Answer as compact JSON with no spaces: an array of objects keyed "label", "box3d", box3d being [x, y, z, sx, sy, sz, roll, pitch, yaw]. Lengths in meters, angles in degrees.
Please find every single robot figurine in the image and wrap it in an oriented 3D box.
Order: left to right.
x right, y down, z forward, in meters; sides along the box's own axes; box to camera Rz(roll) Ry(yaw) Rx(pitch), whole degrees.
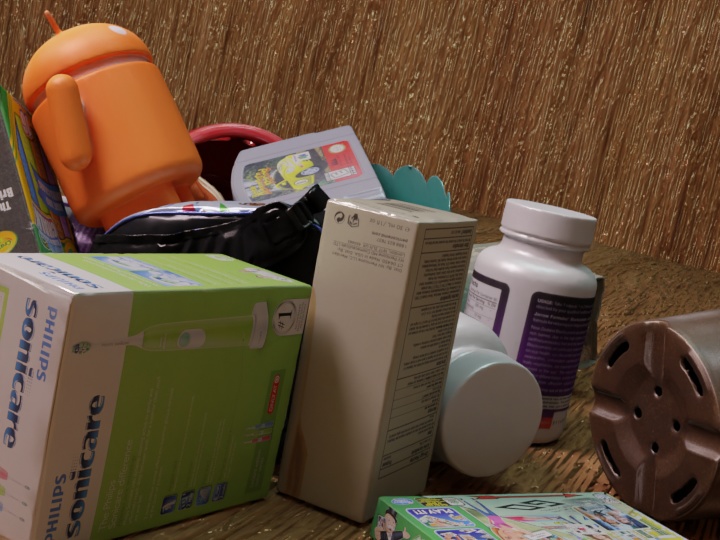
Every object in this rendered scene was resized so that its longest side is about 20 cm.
[{"label":"robot figurine","box3d":[-0.204,-0.116,0.966,0.143,0.201,0.116,-21,-8,-41]}]

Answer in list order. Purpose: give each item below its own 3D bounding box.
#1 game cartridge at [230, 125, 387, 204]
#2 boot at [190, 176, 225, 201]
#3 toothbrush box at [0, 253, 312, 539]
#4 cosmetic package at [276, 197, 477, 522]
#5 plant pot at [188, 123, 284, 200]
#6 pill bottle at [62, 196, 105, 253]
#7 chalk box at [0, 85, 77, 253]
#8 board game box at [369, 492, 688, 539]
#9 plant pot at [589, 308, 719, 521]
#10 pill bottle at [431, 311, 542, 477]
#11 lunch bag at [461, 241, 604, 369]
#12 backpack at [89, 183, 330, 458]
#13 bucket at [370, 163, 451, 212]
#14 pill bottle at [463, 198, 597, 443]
[{"label":"game cartridge","box3d":[-0.054,-0.079,1.105,0.132,0.041,0.200,-18,28,-3]},{"label":"boot","box3d":[-0.187,-0.070,1.109,0.075,0.201,0.107,-31,13,10]},{"label":"toothbrush box","box3d":[-0.132,0.069,0.698,0.086,0.147,0.200,18,11,32]},{"label":"cosmetic package","box3d":[0.012,0.056,0.795,0.071,0.201,0.105,15,8,26]},{"label":"plant pot","box3d":[-0.155,-0.053,1.277,0.199,0.202,0.182,9,-1,-18]},{"label":"pill bottle","box3d":[-0.204,0.005,1.052,0.199,0.112,0.111,13,9,6]},{"label":"chalk box","box3d":[-0.304,-0.026,0.939,0.124,0.201,0.124,-17,-10,0]},{"label":"board game box","box3d":[0.124,0.179,0.736,0.199,0.029,0.134,6,10,-34]},{"label":"plant pot","box3d":[0.303,0.110,0.925,0.197,0.202,0.200,-1,14,-28]},{"label":"pill bottle","box3d":[0.049,0.083,0.934,0.119,0.120,0.200,7,12,-30]},{"label":"lunch bag","box3d":[0.132,0.047,1.248,0.199,0.118,0.164,-9,20,-34]},{"label":"backpack","box3d":[-0.106,0.029,0.886,0.189,0.202,0.154,7,3,9]},{"label":"bucket","box3d":[0.000,0.000,1.119,0.206,0.136,0.208,-8,29,5]},{"label":"pill bottle","box3d":[0.148,0.042,1.053,0.111,0.201,0.111,12,9,-2]}]
